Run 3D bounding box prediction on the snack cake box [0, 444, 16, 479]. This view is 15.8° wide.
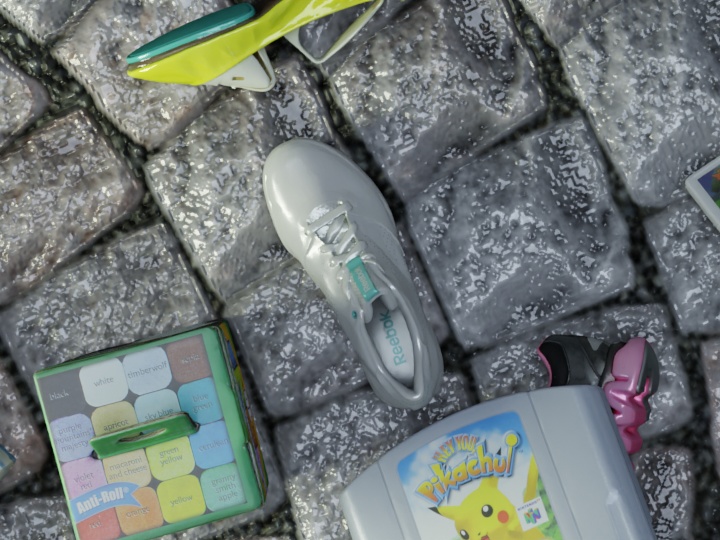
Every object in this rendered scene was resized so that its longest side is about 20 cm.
[{"bbox_3d":[-0.345,0.110,1.741,0.200,0.067,0.115,40,92,-1],"label":"snack cake box"}]

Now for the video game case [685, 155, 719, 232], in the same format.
[{"bbox_3d":[0.344,-0.050,1.716,0.200,0.022,0.183,-34,56,1],"label":"video game case"}]

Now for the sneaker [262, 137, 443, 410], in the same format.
[{"bbox_3d":[0.000,0.000,1.730,0.075,0.088,0.200,-30,91,2],"label":"sneaker"}]

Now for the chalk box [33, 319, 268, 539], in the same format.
[{"bbox_3d":[-0.133,0.107,1.675,0.124,0.200,0.124,-15,91,0],"label":"chalk box"}]

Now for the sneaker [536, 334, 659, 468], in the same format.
[{"bbox_3d":[0.134,0.135,1.749,0.095,0.079,0.201,14,88,15],"label":"sneaker"}]

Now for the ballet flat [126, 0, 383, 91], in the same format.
[{"bbox_3d":[-0.058,-0.160,1.741,0.200,0.067,0.067,-29,105,-1],"label":"ballet flat"}]

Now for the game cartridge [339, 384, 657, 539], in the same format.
[{"bbox_3d":[0.085,0.158,1.716,0.200,0.040,0.134,-26,69,20],"label":"game cartridge"}]
